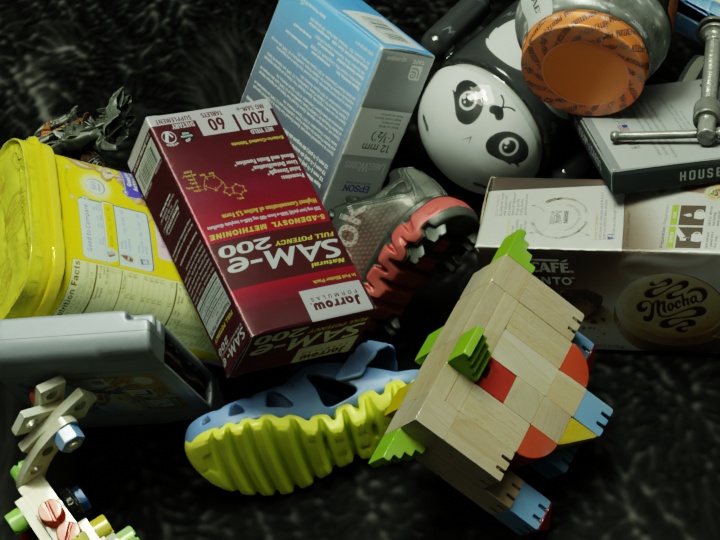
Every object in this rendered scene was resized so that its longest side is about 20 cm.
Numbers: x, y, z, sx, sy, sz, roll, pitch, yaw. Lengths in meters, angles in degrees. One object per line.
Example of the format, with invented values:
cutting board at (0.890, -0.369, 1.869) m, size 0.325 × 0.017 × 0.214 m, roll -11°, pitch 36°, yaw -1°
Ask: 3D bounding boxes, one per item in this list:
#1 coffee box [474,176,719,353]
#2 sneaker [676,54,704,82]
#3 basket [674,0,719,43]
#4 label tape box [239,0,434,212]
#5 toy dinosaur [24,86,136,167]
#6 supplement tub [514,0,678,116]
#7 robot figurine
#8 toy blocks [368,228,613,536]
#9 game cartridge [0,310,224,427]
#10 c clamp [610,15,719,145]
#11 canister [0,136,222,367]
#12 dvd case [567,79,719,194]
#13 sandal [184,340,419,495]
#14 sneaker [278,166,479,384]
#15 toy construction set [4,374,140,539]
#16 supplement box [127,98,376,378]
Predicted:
coffee box at (0.195, -0.004, 1.498) m, size 0.200 × 0.113 × 0.080 m, roll 2°, pitch 47°, yaw 16°
sneaker at (0.284, -0.103, 1.599) m, size 0.082 × 0.070 × 0.200 m, roll 6°, pitch 50°, yaw 25°
basket at (0.318, -0.259, 1.685) m, size 0.176 × 0.139 × 0.200 m, roll 32°, pitch 51°, yaw 22°
label tape box at (-0.034, -0.125, 1.665) m, size 0.066 × 0.200 × 0.143 m, roll 1°, pitch 30°, yaw -40°
toy dinosaur at (-0.253, -0.082, 1.705) m, size 0.135 × 0.102 × 0.200 m, roll -9°, pitch 45°, yaw 13°
supplement tub at (0.189, -0.224, 1.551) m, size 0.122 × 0.123 × 0.200 m, roll 3°, pitch 50°, yaw 17°
robot figurine at (0.137, -0.151, 1.645) m, size 0.150 × 0.125 × 0.200 m, roll 25°, pitch 57°, yaw 40°
toy blocks at (0.113, 0.092, 1.417) m, size 0.137 × 0.100 × 0.200 m, roll 37°, pitch 61°, yaw -11°
game cartridge at (-0.189, 0.077, 1.469) m, size 0.133 × 0.200 × 0.042 m, roll -8°, pitch 70°, yaw 10°
c clamp at (0.293, -0.151, 1.528) m, size 0.171 × 0.027 × 0.200 m, roll 6°, pitch 36°, yaw 15°
canister at (-0.178, -0.009, 1.501) m, size 0.200 × 0.087 × 0.149 m, roll 14°, pitch 46°, yaw -31°
dvd case at (0.271, -0.109, 1.520) m, size 0.200 × 0.025 × 0.150 m, roll -7°, pitch 27°, yaw -4°
sandal at (-0.035, 0.107, 1.483) m, size 0.200 × 0.080 × 0.087 m, roll -12°, pitch 41°, yaw -9°
sneaker at (0.000, 0.000, 1.526) m, size 0.200 × 0.071 × 0.098 m, roll -47°, pitch 55°, yaw 19°
toy construction set at (-0.203, 0.179, 1.401) m, size 0.092 × 0.131 × 0.200 m, roll -20°, pitch 63°, yaw -6°
supplement box at (-0.082, -0.027, 1.467) m, size 0.109 × 0.061 × 0.200 m, roll -12°, pitch 62°, yaw -31°
